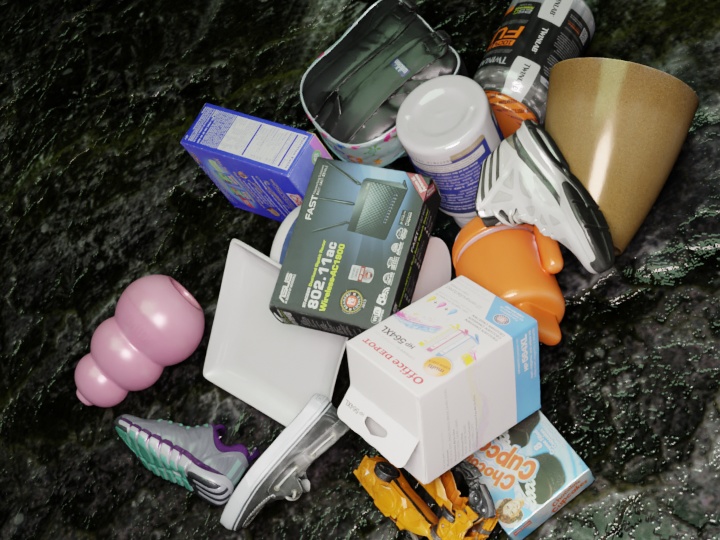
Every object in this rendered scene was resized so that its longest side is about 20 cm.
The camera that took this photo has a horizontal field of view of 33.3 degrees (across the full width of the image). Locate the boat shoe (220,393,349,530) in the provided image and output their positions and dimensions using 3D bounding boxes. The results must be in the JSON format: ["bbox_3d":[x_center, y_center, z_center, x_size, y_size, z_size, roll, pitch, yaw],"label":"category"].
[{"bbox_3d":[-0.089,0.243,1.448,0.071,0.072,0.201,39,96,6],"label":"boat shoe"}]

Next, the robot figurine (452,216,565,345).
[{"bbox_3d":[0.174,0.012,1.449,0.115,0.145,0.202,-7,53,-9],"label":"robot figurine"}]

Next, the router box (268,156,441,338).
[{"bbox_3d":[-0.005,-0.023,1.406,0.148,0.062,0.202,10,72,21],"label":"router box"}]

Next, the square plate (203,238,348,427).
[{"bbox_3d":[-0.100,0.087,1.504,0.197,0.028,0.202,26,116,25],"label":"square plate"}]

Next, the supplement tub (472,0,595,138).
[{"bbox_3d":[0.225,-0.272,1.607,0.121,0.123,0.202,14,65,31],"label":"supplement tub"}]

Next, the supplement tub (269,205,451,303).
[{"bbox_3d":[0.000,0.000,1.519,0.198,0.145,0.146,13,65,31],"label":"supplement tub"}]

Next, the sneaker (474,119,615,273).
[{"bbox_3d":[0.206,-0.062,1.390,0.115,0.075,0.202,-39,65,27],"label":"sneaker"}]

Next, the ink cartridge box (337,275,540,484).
[{"bbox_3d":[0.082,0.121,1.315,0.199,0.127,0.128,-28,40,-29],"label":"ink cartridge box"}]

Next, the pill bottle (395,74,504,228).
[{"bbox_3d":[0.129,-0.138,1.513,0.118,0.200,0.121,-12,54,17],"label":"pill bottle"}]

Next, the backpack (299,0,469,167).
[{"bbox_3d":[0.027,-0.233,1.584,0.199,0.151,0.178,-39,64,-5],"label":"backpack"}]

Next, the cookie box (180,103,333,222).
[{"bbox_3d":[-0.120,-0.134,1.649,0.198,0.171,0.076,20,71,33],"label":"cookie box"}]

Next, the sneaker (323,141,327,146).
[{"bbox_3d":[0.013,-0.252,1.724,0.115,0.079,0.201,25,71,34],"label":"sneaker"}]

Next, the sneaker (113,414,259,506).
[{"bbox_3d":[-0.223,0.223,1.539,0.198,0.075,0.088,26,55,27],"label":"sneaker"}]

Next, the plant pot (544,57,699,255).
[{"bbox_3d":[0.296,-0.128,1.463,0.184,0.186,0.203,12,81,30],"label":"plant pot"}]

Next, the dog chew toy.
[{"bbox_3d":[-0.304,0.102,1.616,0.200,0.125,0.125,-45,51,2],"label":"dog chew toy"}]

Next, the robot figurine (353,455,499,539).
[{"bbox_3d":[0.079,0.251,1.352,0.200,0.058,0.146,44,116,39],"label":"robot figurine"}]

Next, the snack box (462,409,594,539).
[{"bbox_3d":[0.162,0.199,1.382,0.116,0.037,0.200,-38,51,-2],"label":"snack box"}]
